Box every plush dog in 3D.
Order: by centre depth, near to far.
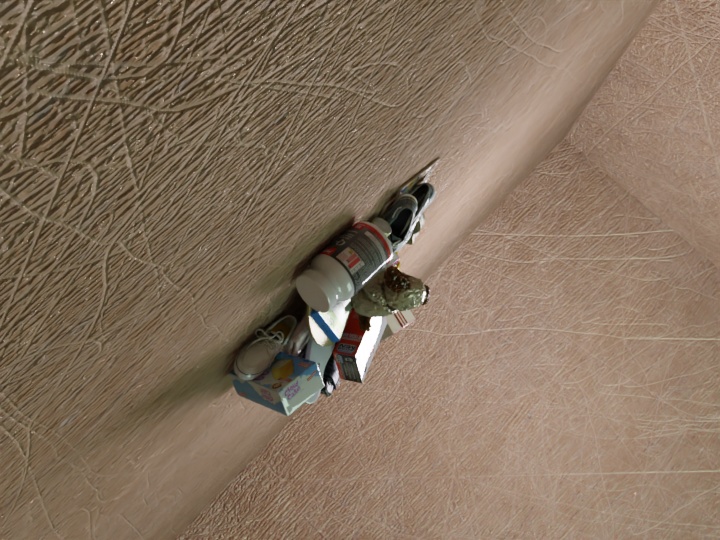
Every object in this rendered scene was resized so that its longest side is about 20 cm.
[{"bbox_3d":[0.069,0.054,1.650,0.171,0.161,0.200,-10,161,33],"label":"plush dog"}]

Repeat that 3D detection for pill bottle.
[{"bbox_3d":[-0.034,-0.007,1.501,0.200,0.116,0.116,-41,169,-32],"label":"pill bottle"}]

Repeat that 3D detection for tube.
[{"bbox_3d":[-0.005,-0.045,1.693,0.200,0.058,0.052,-47,-154,35],"label":"tube"}]

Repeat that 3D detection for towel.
[{"bbox_3d":[-0.119,0.127,1.727,0.200,0.032,0.191,-60,176,-28],"label":"towel"}]

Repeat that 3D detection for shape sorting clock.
[{"bbox_3d":[-0.072,0.076,1.641,0.200,0.039,0.201,3,90,-65],"label":"shape sorting clock"}]

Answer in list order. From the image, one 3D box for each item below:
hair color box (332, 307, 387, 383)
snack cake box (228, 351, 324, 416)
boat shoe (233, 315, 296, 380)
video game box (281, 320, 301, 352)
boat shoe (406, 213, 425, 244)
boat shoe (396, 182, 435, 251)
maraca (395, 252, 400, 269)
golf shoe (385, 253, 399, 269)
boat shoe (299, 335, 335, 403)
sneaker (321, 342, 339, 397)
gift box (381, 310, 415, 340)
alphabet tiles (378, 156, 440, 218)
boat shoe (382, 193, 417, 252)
[{"bbox_3d":[0.002,0.165,1.772,0.111,0.064,0.200,78,27,-44],"label":"hair color box"},{"bbox_3d":[-0.190,0.244,1.594,0.115,0.067,0.200,-34,-153,-35],"label":"snack cake box"},{"bbox_3d":[-0.201,0.160,1.578,0.202,0.075,0.086,-41,169,-49],"label":"boat shoe"},{"bbox_3d":[-0.201,0.213,1.881,0.182,0.047,0.200,-55,168,20],"label":"video game box"},{"bbox_3d":[0.133,-0.134,1.889,0.200,0.075,0.069,106,10,-75],"label":"boat shoe"},{"bbox_3d":[0.107,-0.136,1.742,0.200,0.072,0.071,-58,161,3],"label":"boat shoe"},{"bbox_3d":[0.057,-0.024,1.892,0.137,0.107,0.201,-57,162,-72],"label":"maraca"},{"bbox_3d":[0.000,0.000,1.802,0.200,0.092,0.075,-36,179,1],"label":"golf shoe"},{"bbox_3d":[-0.116,0.212,1.685,0.072,0.068,0.201,19,80,-41],"label":"boat shoe"},{"bbox_3d":[-0.083,0.225,1.787,0.146,0.077,0.203,-54,154,-47],"label":"sneaker"},{"bbox_3d":[0.040,0.111,2.087,0.200,0.187,0.184,-34,175,26],"label":"gift box"},{"bbox_3d":[0.108,-0.181,1.747,0.200,0.008,0.167,-40,169,-36],"label":"alphabet tiles"},{"bbox_3d":[0.073,-0.087,1.691,0.200,0.073,0.062,-59,-166,26],"label":"boat shoe"}]
